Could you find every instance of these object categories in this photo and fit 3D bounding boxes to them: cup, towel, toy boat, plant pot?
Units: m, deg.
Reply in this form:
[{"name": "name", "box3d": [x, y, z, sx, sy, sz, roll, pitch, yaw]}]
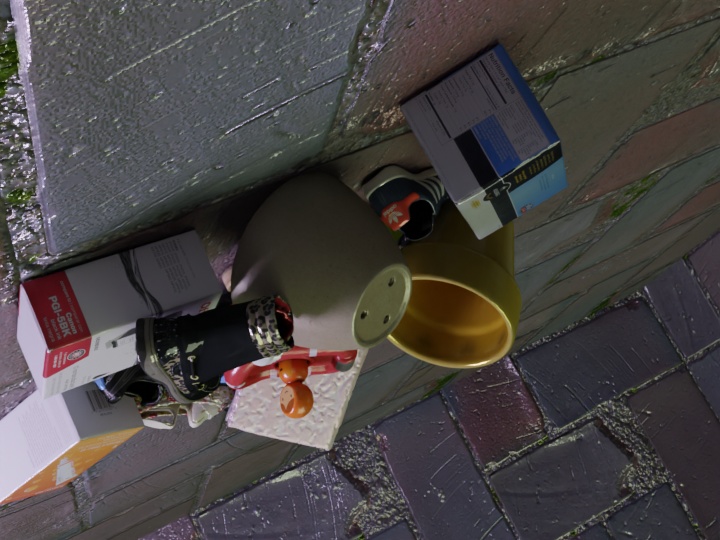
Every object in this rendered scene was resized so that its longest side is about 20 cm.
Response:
[{"name": "cup", "box3d": [-0.026, 0.009, 1.082, 0.199, 0.142, 0.202, -33, 137, -36]}, {"name": "towel", "box3d": [-0.097, 0.173, 1.518, 0.189, 0.032, 0.202, 16, 101, -23]}, {"name": "toy boat", "box3d": [-0.099, 0.150, 1.401, 0.197, 0.133, 0.131, -4, 158, -9]}, {"name": "plant pot", "box3d": [0.134, 0.002, 1.343, 0.201, 0.199, 0.190, -48, -163, 53]}]

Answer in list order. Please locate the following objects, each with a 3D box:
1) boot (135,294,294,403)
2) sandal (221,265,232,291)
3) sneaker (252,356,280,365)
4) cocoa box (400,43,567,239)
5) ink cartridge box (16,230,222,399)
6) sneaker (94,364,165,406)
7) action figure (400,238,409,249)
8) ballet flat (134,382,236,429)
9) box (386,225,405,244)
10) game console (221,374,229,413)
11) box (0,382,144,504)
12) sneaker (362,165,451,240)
[{"name": "boot", "box3d": [-0.140, 0.087, 1.036, 0.151, 0.075, 0.204, -12, 160, 6]}, {"name": "sandal", "box3d": [-0.073, -0.003, 1.265, 0.210, 0.070, 0.078, -24, 165, -18]}, {"name": "sneaker", "box3d": [-0.115, 0.024, 1.176, 0.080, 0.076, 0.203, -4, 116, -49]}, {"name": "cocoa box", "box3d": [0.148, -0.139, 1.097, 0.130, 0.135, 0.200, -31, 165, 8]}, {"name": "ink cartridge box", "box3d": [-0.265, 0.048, 1.057, 0.198, 0.084, 0.147, -20, 162, -28]}, {"name": "sneaker", "box3d": [-0.289, 0.146, 1.338, 0.071, 0.083, 0.199, -36, 164, 30]}, {"name": "action figure", "box3d": [0.054, 0.039, 1.466, 0.202, 0.102, 0.119, -59, 157, 5]}, {"name": "ballet flat", "box3d": [-0.281, 0.214, 1.494, 0.197, 0.065, 0.076, 0, 151, -18]}, {"name": "box", "box3d": [0.000, 0.000, 1.333, 0.201, 0.047, 0.122, -53, 178, -27]}, {"name": "game console", "box3d": [-0.227, 0.202, 1.575, 0.200, 0.172, 0.119, -43, -170, 46]}, {"name": "box", "box3d": [-0.420, 0.228, 1.339, 0.199, 0.098, 0.124, -36, 164, 27]}, {"name": "sneaker", "box3d": [0.079, -0.082, 1.256, 0.075, 0.085, 0.199, -38, 163, 32]}]
